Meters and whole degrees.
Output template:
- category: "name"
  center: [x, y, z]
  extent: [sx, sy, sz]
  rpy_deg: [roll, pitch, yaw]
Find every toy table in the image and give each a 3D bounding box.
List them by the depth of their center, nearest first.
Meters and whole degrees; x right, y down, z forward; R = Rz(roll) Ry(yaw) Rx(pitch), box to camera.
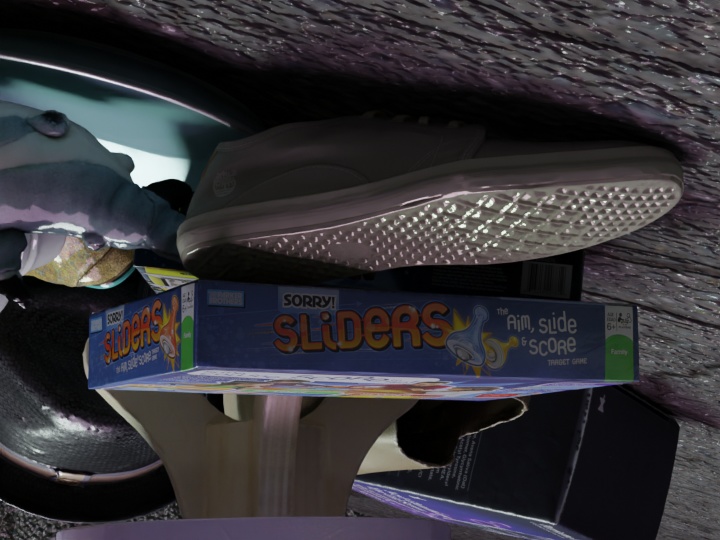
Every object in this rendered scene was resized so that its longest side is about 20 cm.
- category: "toy table"
  center: [-0.052, 0.093, 0.969]
  extent: [0.198, 0.118, 0.184]
  rpy_deg: [4, 166, -22]

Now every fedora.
- category: "fedora"
  center: [-0.162, 0.053, 1.130]
  extent: [0.199, 0.202, 0.092]
  rpy_deg: [17, 162, -12]

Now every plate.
- category: "plate"
  center: [-0.109, -0.068, 0.831]
  extent: [0.198, 0.026, 0.200]
  rpy_deg: [14, 169, 3]

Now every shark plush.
- category: "shark plush"
  center: [-0.143, -0.023, 0.815]
  extent: [0.198, 0.084, 0.091]
  rpy_deg: [16, 169, 0]

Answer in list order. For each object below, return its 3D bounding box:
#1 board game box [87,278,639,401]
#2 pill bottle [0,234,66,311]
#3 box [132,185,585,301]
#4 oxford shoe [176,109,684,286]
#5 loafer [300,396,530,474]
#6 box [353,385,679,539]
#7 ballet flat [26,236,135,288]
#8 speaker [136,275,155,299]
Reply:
- category: "board game box"
  center: [-0.001, 0.033, 0.809]
  extent: [0.198, 0.035, 0.135]
  rpy_deg: [4, 172, -26]
- category: "pill bottle"
  center: [-0.239, -0.008, 0.901]
  extent: [0.199, 0.110, 0.109]
  rpy_deg: [-25, -161, -39]
- category: "box"
  center: [0.000, 0.000, 0.897]
  extent: [0.198, 0.038, 0.137]
  rpy_deg: [6, 172, 1]
- category: "oxford shoe"
  center: [0.023, -0.035, 0.731]
  extent: [0.198, 0.058, 0.075]
  rpy_deg: [-6, 154, 16]
- category: "loafer"
  center: [0.013, 0.081, 1.063]
  extent: [0.199, 0.068, 0.076]
  rpy_deg: [-33, 136, 24]
- category: "box"
  center: [0.094, 0.120, 1.299]
  extent: [0.199, 0.105, 0.148]
  rpy_deg: [8, 167, 36]
- category: "ballet flat"
  center: [-0.199, -0.030, 1.079]
  extent: [0.199, 0.071, 0.070]
  rpy_deg: [5, 165, 47]
- category: "speaker"
  center: [-0.029, 0.038, 1.120]
  extent: [0.199, 0.082, 0.081]
  rpy_deg: [24, 167, -35]
